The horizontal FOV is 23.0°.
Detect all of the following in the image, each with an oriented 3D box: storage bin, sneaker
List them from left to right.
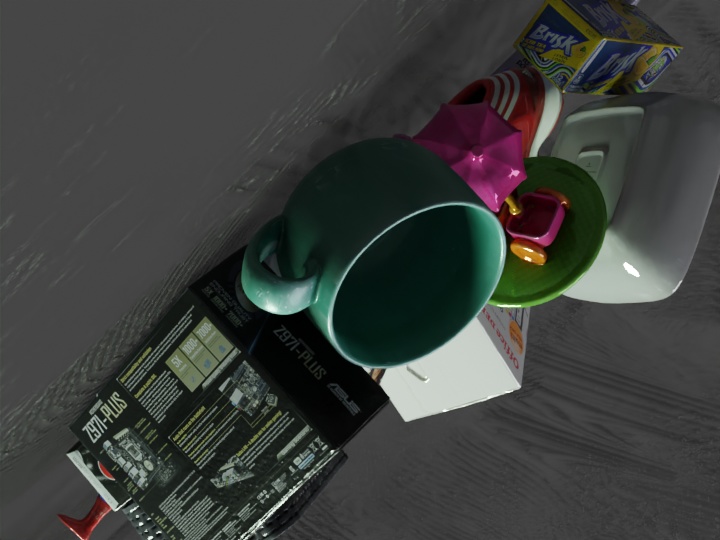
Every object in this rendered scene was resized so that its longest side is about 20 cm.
[{"bbox_3d":[-0.108,0.188,1.576,0.135,0.094,0.200,-34,-177,19],"label":"storage bin"},{"bbox_3d":[0.113,-0.108,1.678,0.115,0.078,0.201,-9,128,-27],"label":"sneaker"}]

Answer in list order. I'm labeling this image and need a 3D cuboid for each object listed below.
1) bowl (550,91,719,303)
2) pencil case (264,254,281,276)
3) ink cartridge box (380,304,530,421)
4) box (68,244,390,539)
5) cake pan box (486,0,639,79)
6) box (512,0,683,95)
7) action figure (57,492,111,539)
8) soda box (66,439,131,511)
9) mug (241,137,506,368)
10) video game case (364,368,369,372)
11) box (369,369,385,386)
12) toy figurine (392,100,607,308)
[{"bbox_3d":[0.232,-0.076,1.624,0.200,0.074,0.201,2,-110,61],"label":"bowl"},{"bbox_3d":[-0.088,0.052,1.504,0.200,0.083,0.091,-45,-169,34],"label":"pencil case"},{"bbox_3d":[0.090,0.033,1.916,0.144,0.147,0.200,-19,-146,25],"label":"ink cartridge box"},{"bbox_3d":[-0.103,0.110,1.353,0.200,0.164,0.086,-47,175,38],"label":"box"},{"bbox_3d":[0.200,-0.220,1.812,0.184,0.052,0.200,-42,176,-2],"label":"cake pan box"},{"bbox_3d":[0.222,-0.207,1.634,0.064,0.070,0.200,-53,159,23],"label":"box"},{"bbox_3d":[-0.222,0.175,1.745,0.200,0.052,0.065,-48,-177,-12],"label":"action figure"},{"bbox_3d":[-0.175,0.134,1.567,0.063,0.071,0.200,-41,179,25],"label":"soda box"},{"bbox_3d":[0.005,-0.026,1.286,0.152,0.114,0.185,-49,140,11],"label":"mug"},{"bbox_3d":[-0.007,0.031,1.549,0.200,0.024,0.183,113,-17,-53],"label":"video game case"},{"bbox_3d":[0.017,0.041,1.708,0.075,0.050,0.201,-38,153,-60],"label":"box"},{"bbox_3d":[0.091,-0.079,1.520,0.151,0.199,0.184,-64,145,-15],"label":"toy figurine"}]
